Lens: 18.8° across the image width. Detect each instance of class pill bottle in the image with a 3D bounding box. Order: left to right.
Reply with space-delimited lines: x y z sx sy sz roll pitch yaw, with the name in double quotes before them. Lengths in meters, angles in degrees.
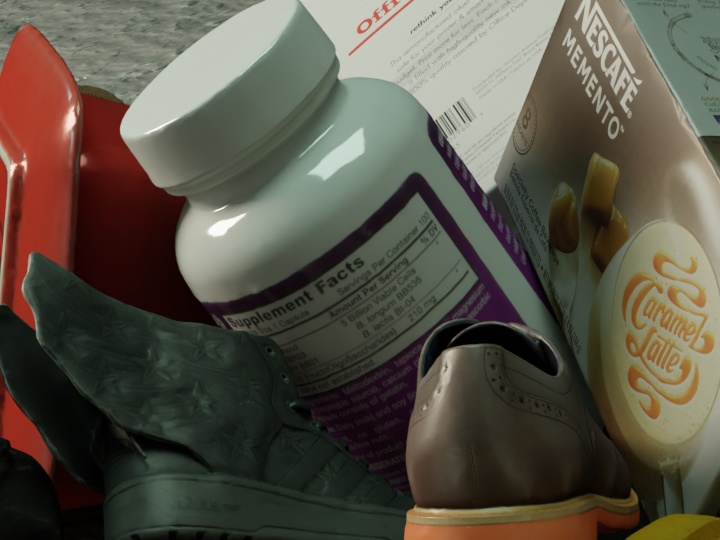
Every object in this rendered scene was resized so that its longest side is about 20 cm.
"pill bottle" 0.000 0.000 0.822 0.112 0.201 0.112 -32 20 13

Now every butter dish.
"butter dish" -0.089 0.009 0.926 0.146 0.201 0.200 4 13 -17

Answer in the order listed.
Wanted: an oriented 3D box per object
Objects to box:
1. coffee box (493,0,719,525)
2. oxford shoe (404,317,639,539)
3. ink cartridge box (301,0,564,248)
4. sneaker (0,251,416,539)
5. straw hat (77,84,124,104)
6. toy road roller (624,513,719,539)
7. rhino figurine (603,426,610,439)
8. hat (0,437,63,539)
"coffee box" 0.126 -0.008 0.760 0.079 0.115 0.201 3 42 -23
"oxford shoe" 0.052 0.050 0.695 0.070 0.073 0.200 -4 0 6
"ink cartridge box" 0.059 -0.089 0.982 0.116 0.068 0.200 -38 41 8
"sneaker" -0.032 0.064 0.766 0.198 0.060 0.105 13 47 -30
"straw hat" -0.159 0.005 1.068 0.085 0.201 0.200 47 44 14
"toy road roller" 0.110 0.132 0.616 0.199 0.124 0.145 -22 10 -35
"rhino figurine" 0.100 0.046 0.921 0.199 0.060 0.087 9 23 41
"hat" -0.151 0.114 0.754 0.080 0.202 0.201 26 8 -23
